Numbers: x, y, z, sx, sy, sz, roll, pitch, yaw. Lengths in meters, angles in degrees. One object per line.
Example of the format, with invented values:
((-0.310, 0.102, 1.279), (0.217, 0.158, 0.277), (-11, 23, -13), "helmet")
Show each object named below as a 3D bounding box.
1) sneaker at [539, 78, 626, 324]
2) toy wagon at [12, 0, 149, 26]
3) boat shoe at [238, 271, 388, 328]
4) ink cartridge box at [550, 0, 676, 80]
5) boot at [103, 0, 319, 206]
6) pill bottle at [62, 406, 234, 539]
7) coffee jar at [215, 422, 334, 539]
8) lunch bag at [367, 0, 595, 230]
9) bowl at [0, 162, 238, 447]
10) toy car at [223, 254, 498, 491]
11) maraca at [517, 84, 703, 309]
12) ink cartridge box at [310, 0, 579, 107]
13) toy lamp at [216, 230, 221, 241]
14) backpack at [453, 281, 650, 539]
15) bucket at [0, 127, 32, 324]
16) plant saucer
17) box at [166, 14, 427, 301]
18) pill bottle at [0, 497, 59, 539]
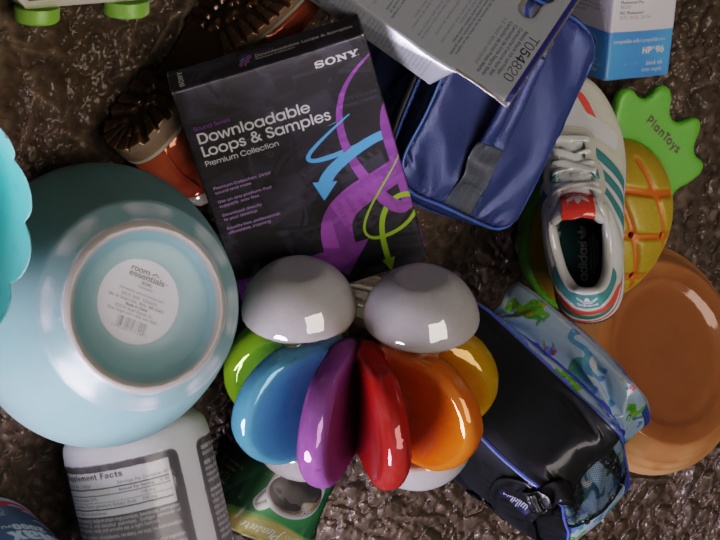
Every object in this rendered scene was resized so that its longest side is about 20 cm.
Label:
((0.172, -0.062, 1.726), (0.070, 0.093, 0.200), (-3, 82, 5), "sneaker")
((-0.212, -0.247, 1.527), (0.200, 0.040, 0.156), (-9, 112, -30), "toy wagon")
((0.003, 0.002, 1.739), (0.202, 0.075, 0.075), (5, 107, -34), "boat shoe")
((0.191, -0.260, 1.738), (0.068, 0.116, 0.201), (-8, 113, -32), "ink cartridge box")
((-0.087, -0.139, 1.635), (0.200, 0.075, 0.107), (-47, 131, -1), "boot")
((-0.157, 0.163, 1.651), (0.110, 0.111, 0.201), (-14, 94, -28), "pill bottle")
((-0.061, 0.144, 1.745), (0.104, 0.085, 0.200), (24, 93, -33), "coffee jar")
((0.087, -0.139, 1.705), (0.136, 0.132, 0.200), (20, 97, -37), "lunch bag")
((-0.163, 0.025, 1.536), (0.200, 0.105, 0.201), (0, 91, -25), "bowl")
((-0.005, 0.093, 1.592), (0.199, 0.150, 0.175), (4, 124, 7), "toy car")
((0.205, -0.058, 1.830), (0.137, 0.107, 0.200), (41, 83, -35), "maraca")
((0.065, -0.234, 1.613), (0.200, 0.041, 0.200), (35, 63, 0), "ink cartridge box")
((-0.168, -0.020, 1.632), (0.200, 0.058, 0.058), (-1, 108, -35), "toy lamp")
((0.139, 0.120, 1.770), (0.147, 0.183, 0.200), (-44, 156, -12), "backpack")
((-0.325, -0.042, 1.462), (0.207, 0.135, 0.208), (-10, 112, -26), "bucket")
((0.252, 0.072, 1.900), (0.200, 0.037, 0.201), (8, 75, -33), "plant saucer")
((-0.043, -0.073, 1.601), (0.143, 0.036, 0.200), (-18, 124, 0), "box")
((-0.239, 0.252, 1.598), (0.119, 0.200, 0.120), (-13, 115, -29), "pill bottle")
